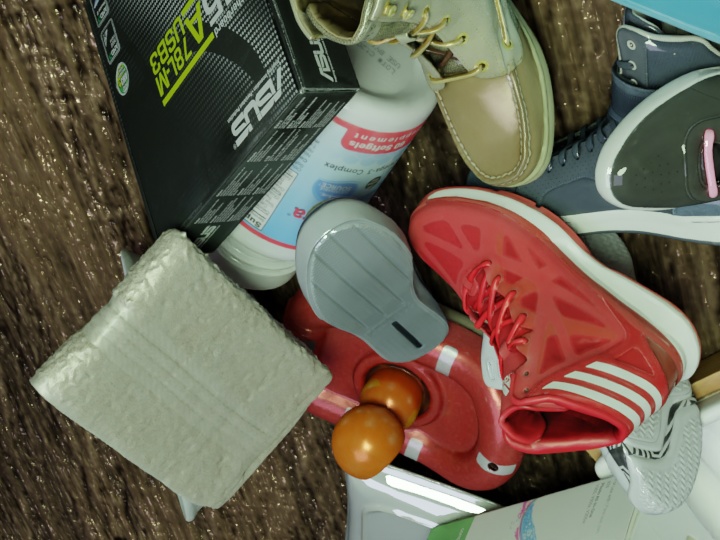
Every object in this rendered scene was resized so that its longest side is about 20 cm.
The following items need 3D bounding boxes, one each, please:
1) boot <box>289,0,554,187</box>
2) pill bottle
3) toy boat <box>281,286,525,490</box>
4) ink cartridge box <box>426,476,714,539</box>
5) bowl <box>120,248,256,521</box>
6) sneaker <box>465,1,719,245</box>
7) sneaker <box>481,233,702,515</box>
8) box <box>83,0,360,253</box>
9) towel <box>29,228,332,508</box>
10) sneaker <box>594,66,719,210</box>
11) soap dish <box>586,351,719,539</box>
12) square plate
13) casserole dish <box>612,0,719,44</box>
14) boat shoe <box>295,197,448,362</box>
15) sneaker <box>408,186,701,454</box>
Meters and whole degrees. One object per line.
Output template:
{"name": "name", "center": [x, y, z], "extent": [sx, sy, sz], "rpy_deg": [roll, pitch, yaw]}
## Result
{"name": "boot", "center": [0.033, -0.130, 0.867], "extent": [0.072, 0.154, 0.202], "rpy_deg": [-13, 97, 34]}
{"name": "pill bottle", "center": [-0.037, -0.077, 1.015], "extent": [0.108, 0.109, 0.200], "rpy_deg": [34, 135, -2]}
{"name": "toy boat", "center": [0.022, 0.096, 1.110], "extent": [0.198, 0.131, 0.131], "rpy_deg": [23, 134, 8]}
{"name": "ink cartridge box", "center": [0.150, 0.231, 1.078], "extent": [0.199, 0.088, 0.146], "rpy_deg": [-24, 114, 38]}
{"name": "bowl", "center": [-0.110, 0.073, 1.153], "extent": [0.089, 0.202, 0.203], "rpy_deg": [-14, 127, -9]}
{"name": "sneaker", "center": [0.144, -0.094, 0.933], "extent": [0.200, 0.077, 0.147], "rpy_deg": [2, 124, 30]}
{"name": "sneaker", "center": [0.146, 0.072, 1.025], "extent": [0.115, 0.074, 0.202], "rpy_deg": [-43, 60, 52]}
{"name": "box", "center": [-0.092, -0.138, 0.952], "extent": [0.200, 0.047, 0.195], "rpy_deg": [-41, 59, 49]}
{"name": "towel", "center": [-0.108, 0.068, 1.009], "extent": [0.034, 0.133, 0.200], "rpy_deg": [37, 173, 41]}
{"name": "sneaker", "center": [0.227, -0.066, 0.826], "extent": [0.198, 0.099, 0.071], "rpy_deg": [-15, 116, -13]}
{"name": "soap dish", "center": [0.268, 0.120, 1.039], "extent": [0.157, 0.081, 0.199], "rpy_deg": [46, 133, -13]}
{"name": "square plate", "center": [0.075, 0.221, 1.217], "extent": [0.196, 0.029, 0.201], "rpy_deg": [20, 151, 11]}
{"name": "casserole dish", "center": [0.136, -0.174, 0.812], "extent": [0.199, 0.039, 0.121], "rpy_deg": [29, 176, 31]}
{"name": "boat shoe", "center": [0.000, 0.000, 0.997], "extent": [0.072, 0.062, 0.200], "rpy_deg": [-32, 151, 2]}
{"name": "sneaker", "center": [0.090, 0.030, 0.922], "extent": [0.199, 0.115, 0.079], "rpy_deg": [28, 139, 25]}
